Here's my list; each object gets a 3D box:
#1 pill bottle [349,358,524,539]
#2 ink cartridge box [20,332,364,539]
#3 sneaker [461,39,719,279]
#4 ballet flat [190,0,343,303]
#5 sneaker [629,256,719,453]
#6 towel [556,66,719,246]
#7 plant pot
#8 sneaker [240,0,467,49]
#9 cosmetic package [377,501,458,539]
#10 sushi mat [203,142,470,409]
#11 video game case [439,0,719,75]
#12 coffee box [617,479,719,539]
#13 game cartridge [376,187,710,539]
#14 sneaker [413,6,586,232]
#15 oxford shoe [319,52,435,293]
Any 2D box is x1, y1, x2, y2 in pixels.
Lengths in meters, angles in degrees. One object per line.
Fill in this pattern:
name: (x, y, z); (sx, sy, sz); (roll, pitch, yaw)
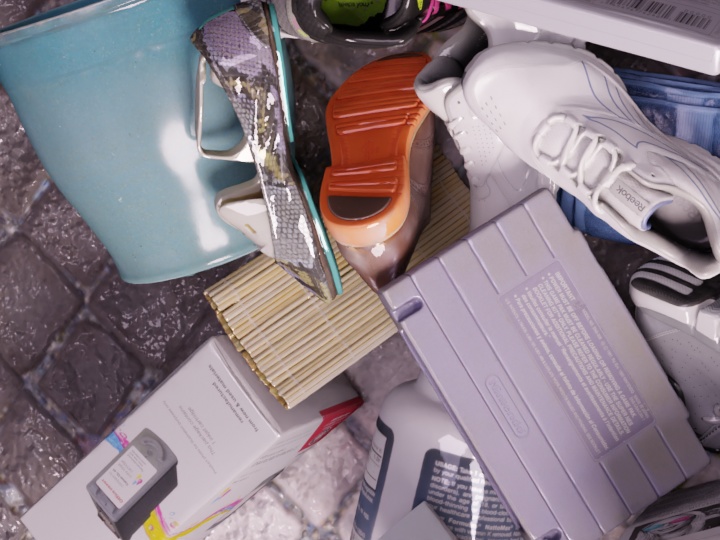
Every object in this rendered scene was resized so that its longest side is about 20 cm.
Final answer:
pill bottle: (0.064, 0.135, 1.041); (0.119, 0.120, 0.201); (17, 100, 19)
ink cartridge box: (-0.114, 0.129, 1.095); (0.200, 0.147, 0.086); (-44, 79, 20)
sneaker: (0.148, -0.068, 0.931); (0.199, 0.087, 0.075); (31, 115, -5)
ballet flat: (-0.064, -0.067, 0.980); (0.072, 0.072, 0.201); (-4, 114, 21)
sneaker: (0.252, 0.074, 0.974); (0.200, 0.075, 0.116); (31, 134, 39)
towel: (0.223, -0.063, 1.000); (0.199, 0.049, 0.112); (11, 99, 20)
plant pot: (-0.128, -0.101, 1.068); (0.199, 0.200, 0.189); (-13, 105, 22)
sneaker: (0.029, -0.178, 0.997); (0.087, 0.199, 0.074); (32, 129, 58)
cosmetic package: (0.096, 0.245, 0.932); (0.052, 0.151, 0.200); (-39, 108, -4)
sushi mat: (0.000, 0.000, 1.045); (0.200, 0.012, 0.096); (-35, 82, -21)
video game case: (0.154, -0.193, 0.947); (0.199, 0.182, 0.024); (19, 134, 24)
coffee box: (0.278, 0.221, 0.922); (0.199, 0.198, 0.201); (-19, 88, 21)
game cartridge: (0.114, 0.065, 0.969); (0.129, 0.038, 0.201); (-31, 93, -13)
sneaker: (0.078, -0.101, 1.005); (0.099, 0.078, 0.201); (-3, 119, -16)
oxford shoe: (0.016, -0.069, 1.029); (0.071, 0.201, 0.073); (-4, 132, 18)
